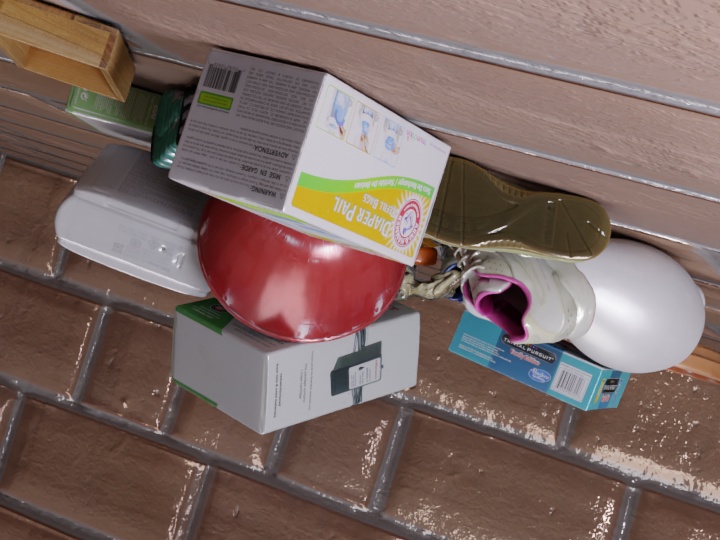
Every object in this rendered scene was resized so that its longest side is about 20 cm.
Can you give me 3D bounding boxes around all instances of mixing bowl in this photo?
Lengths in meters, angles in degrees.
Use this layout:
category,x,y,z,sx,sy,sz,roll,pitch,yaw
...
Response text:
category,x,y,z,sx,sy,sz,roll,pitch,yaw
mixing bowl,-0.044,-0.048,1.372,0.199,0.201,0.109,18,151,-3

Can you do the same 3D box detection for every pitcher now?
category,x,y,z,sx,sy,sz,roll,pitch,yaw
pitcher,0.214,0.030,1.454,0.199,0.122,0.171,24,148,-31

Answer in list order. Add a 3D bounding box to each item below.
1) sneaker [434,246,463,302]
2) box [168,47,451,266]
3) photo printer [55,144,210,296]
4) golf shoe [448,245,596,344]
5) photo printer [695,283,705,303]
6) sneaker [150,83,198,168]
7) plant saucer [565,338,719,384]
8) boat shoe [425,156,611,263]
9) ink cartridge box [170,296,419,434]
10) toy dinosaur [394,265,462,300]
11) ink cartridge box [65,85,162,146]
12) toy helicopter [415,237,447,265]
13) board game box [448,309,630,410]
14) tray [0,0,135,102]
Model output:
category,x,y,z,sx,sy,sz,roll,pitch,yaw
sneaker,0.108,-0.013,1.629,0.075,0.088,0.200,45,172,-16
box,-0.032,-0.082,1.150,0.112,0.102,0.200,17,178,31
photo printer,-0.202,-0.057,1.508,0.165,0.070,0.200,20,-160,-6
golf shoe,0.115,-0.011,1.331,0.091,0.076,0.200,-19,-129,-38
photo printer,0.258,0.015,1.633,0.166,0.070,0.200,18,177,-26
sneaker,-0.135,-0.123,1.387,0.087,0.075,0.200,11,180,-19
plant saucer,0.301,0.080,1.613,0.199,0.033,0.200,18,178,1
boat shoe,0.110,-0.048,1.289,0.199,0.074,0.063,10,173,0
ink cartridge box,-0.060,0.074,1.468,0.199,0.084,0.146,-13,-154,-42
toy dinosaur,0.000,0.000,1.488,0.199,0.048,0.088,13,173,25
ink cartridge box,-0.191,-0.145,1.572,0.199,0.048,0.146,16,178,3
toy helicopter,0.127,-0.039,1.487,0.198,0.080,0.132,5,-178,-9
board game box,0.190,0.092,1.572,0.150,0.047,0.200,24,-176,18
tray,-0.240,-0.180,1.239,0.098,0.037,0.200,18,177,-4
